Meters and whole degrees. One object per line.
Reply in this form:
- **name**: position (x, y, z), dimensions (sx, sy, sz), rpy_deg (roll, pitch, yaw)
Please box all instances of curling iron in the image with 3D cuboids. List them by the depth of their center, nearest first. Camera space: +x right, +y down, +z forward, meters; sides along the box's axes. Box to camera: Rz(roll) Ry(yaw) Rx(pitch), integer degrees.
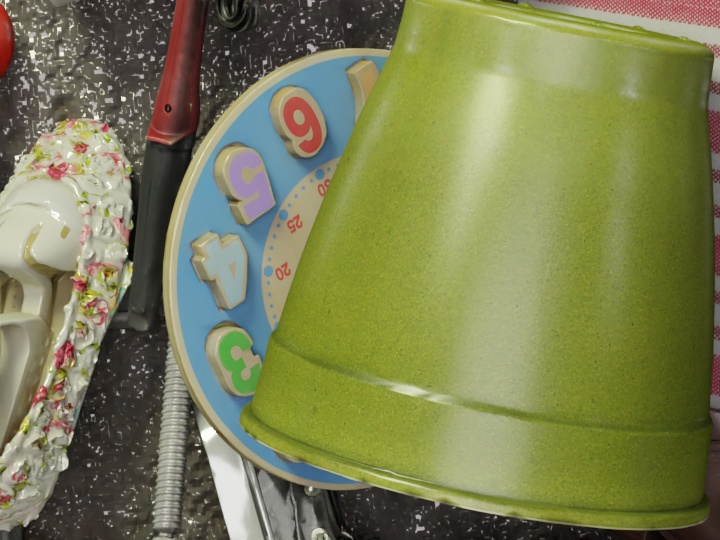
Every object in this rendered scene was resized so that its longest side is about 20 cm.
- **curling iron**: position (-0.078, -0.064, 1.312), dimensions (0.026, 0.050, 0.200), rpy_deg (-1, 117, -41)

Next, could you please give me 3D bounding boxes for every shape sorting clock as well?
- **shape sorting clock**: position (0.000, 0.000, 1.332), dimensions (0.200, 0.039, 0.200), rpy_deg (-7, 103, -36)

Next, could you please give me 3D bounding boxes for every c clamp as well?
- **c clamp**: position (-0.107, 0.071, 1.356), dimensions (0.171, 0.027, 0.200), rpy_deg (5, 78, 22)

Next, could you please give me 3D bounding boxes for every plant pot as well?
- **plant pot**: position (0.066, -0.012, 1.227), dimensions (0.200, 0.200, 0.193), rpy_deg (11, 96, 0)

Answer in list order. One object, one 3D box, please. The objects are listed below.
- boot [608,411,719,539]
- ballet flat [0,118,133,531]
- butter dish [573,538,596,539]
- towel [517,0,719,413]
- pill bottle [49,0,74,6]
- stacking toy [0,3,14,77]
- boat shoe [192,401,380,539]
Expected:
- **boot**: position (0.184, 0.043, 1.315), dimensions (0.186, 0.064, 0.200), rpy_deg (21, 110, 33)
- **ballet flat**: position (-0.150, 0.020, 1.345), dimensions (0.076, 0.064, 0.200), rpy_deg (4, 76, 25)
- **butter dish**: position (0.081, 0.188, 1.339), dimensions (0.200, 0.199, 0.148), rpy_deg (-41, 68, 5)
- **towel**: position (0.131, -0.041, 1.293), dimensions (0.146, 0.030, 0.200), rpy_deg (14, 109, 38)
- **pill bottle**: position (-0.059, -0.190, 1.338), dimensions (0.200, 0.104, 0.104), rpy_deg (-21, 93, 2)
- **stacking toy**: position (-0.206, -0.035, 1.369), dimensions (0.085, 0.085, 0.200), rpy_deg (17, 87, 0)
- **boat shoe**: position (-0.019, 0.145, 1.374), dimensions (0.064, 0.071, 0.200), rpy_deg (-18, 91, 3)
